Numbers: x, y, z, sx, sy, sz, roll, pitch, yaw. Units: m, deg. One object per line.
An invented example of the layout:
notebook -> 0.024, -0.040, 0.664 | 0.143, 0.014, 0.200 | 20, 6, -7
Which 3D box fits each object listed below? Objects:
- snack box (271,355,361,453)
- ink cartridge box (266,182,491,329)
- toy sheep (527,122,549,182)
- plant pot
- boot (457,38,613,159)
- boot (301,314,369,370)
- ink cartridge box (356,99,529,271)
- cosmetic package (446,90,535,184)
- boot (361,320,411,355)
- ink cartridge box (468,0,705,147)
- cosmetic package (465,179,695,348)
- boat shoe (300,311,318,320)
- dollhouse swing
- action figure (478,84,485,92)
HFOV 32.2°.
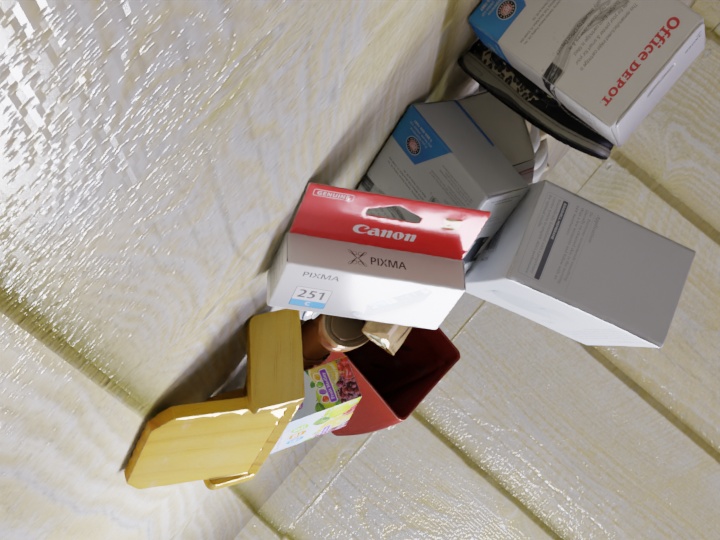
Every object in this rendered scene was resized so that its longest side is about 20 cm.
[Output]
snack box -> -0.110, 0.200, 1.715 | 0.199, 0.068, 0.169 | -18, 162, -14
ink cartridge box -> 0.017, -0.010, 1.305 | 0.176, 0.199, 0.045 | 119, -25, -53
toy sheep -> 0.221, -0.173, 1.868 | 0.138, 0.138, 0.201 | -45, 155, -29
plant pot -> -0.001, 0.145, 1.964 | 0.176, 0.200, 0.200 | -39, -179, 43
boot -> 0.227, -0.233, 1.380 | 0.154, 0.203, 0.073 | -54, 163, 7
boot -> -0.061, 0.105, 1.722 | 0.155, 0.074, 0.200 | -41, -177, 17
ink cartridge box -> 0.077, -0.071, 1.421 | 0.083, 0.145, 0.200 | -15, 149, -45
cosmetic package -> 0.159, -0.141, 1.531 | 0.087, 0.104, 0.200 | -16, 169, 3
boot -> 0.076, 0.006, 1.574 | 0.200, 0.066, 0.175 | -52, 159, -5
ink cartridge box -> 0.237, -0.248, 1.300 | 0.145, 0.200, 0.084 | -50, 160, 4
cosmetic package -> 0.240, -0.003, 1.437 | 0.124, 0.199, 0.199 | -67, -167, -8
boat shoe -> 0.000, 0.000, 1.582 | 0.200, 0.067, 0.074 | -45, 167, -14
dollhouse swing -> -0.182, 0.152, 1.488 | 0.200, 0.175, 0.183 | 121, -30, -47
action figure -> 0.222, -0.271, 1.533 | 0.194, 0.105, 0.199 | -48, 149, 22
